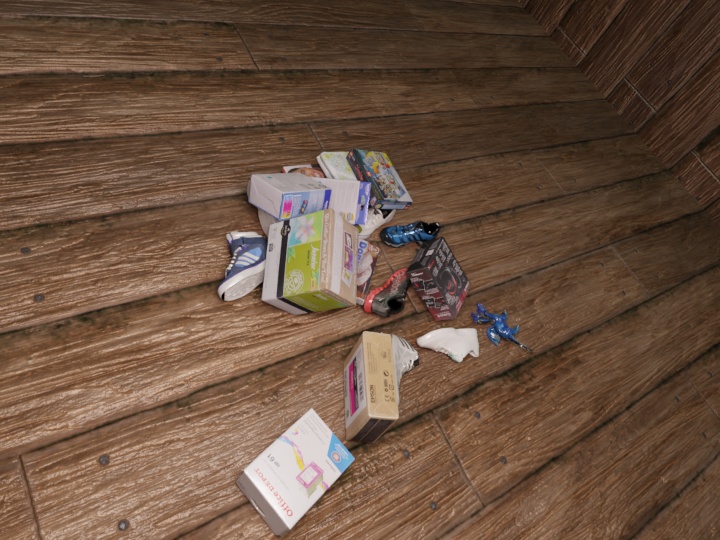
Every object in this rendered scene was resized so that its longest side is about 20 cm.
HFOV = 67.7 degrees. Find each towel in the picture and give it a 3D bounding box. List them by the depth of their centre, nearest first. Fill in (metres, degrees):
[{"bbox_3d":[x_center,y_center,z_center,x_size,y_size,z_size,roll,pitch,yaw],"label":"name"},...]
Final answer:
[{"bbox_3d":[-0.022,-0.274,1.594,0.170,0.048,0.201,-13,62,-40],"label":"towel"}]

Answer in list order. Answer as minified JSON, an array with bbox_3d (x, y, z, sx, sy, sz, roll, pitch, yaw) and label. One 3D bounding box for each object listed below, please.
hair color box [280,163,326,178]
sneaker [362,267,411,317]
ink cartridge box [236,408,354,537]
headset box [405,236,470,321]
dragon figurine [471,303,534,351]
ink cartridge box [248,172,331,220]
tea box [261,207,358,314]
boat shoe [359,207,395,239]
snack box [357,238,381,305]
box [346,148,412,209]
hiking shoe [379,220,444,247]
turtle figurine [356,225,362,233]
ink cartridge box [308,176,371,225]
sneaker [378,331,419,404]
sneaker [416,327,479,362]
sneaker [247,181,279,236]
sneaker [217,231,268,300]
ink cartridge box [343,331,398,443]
[{"bbox_3d":[-0.133,-0.262,1.603,0.198,0.061,0.102,-14,63,-33],"label":"hair color box"},{"bbox_3d":[0.097,0.064,1.459,0.097,0.072,0.200,25,44,31],"label":"sneaker"},{"bbox_3d":[-0.132,0.411,1.099,0.145,0.085,0.199,46,51,10],"label":"ink cartridge box"},{"bbox_3d":[0.228,0.032,1.518,0.201,0.074,0.149,55,45,-22],"label":"headset box"},{"bbox_3d":[0.405,0.177,1.554,0.099,0.059,0.201,-21,67,-36],"label":"dragon figurine"},{"bbox_3d":[-0.170,-0.197,1.392,0.136,0.077,0.198,32,31,34],"label":"ink cartridge box"},{"bbox_3d":[-0.117,-0.016,1.294,0.133,0.194,0.203,33,52,-53],"label":"tea box"},{"bbox_3d":[0.041,-0.158,1.610,0.199,0.066,0.072,-29,73,-38],"label":"boat shoe"},{"bbox_3d":[0.000,0.000,1.446,0.071,0.024,0.202,20,49,-2],"label":"snack box"},{"bbox_3d":[0.055,-0.268,1.578,0.135,0.038,0.202,-4,57,-38],"label":"box"},{"bbox_3d":[0.151,-0.121,1.625,0.197,0.087,0.075,-4,58,-29],"label":"hiking shoe"},{"bbox_3d":[-0.057,-0.169,1.550,0.197,0.065,0.162,-19,61,-24],"label":"turtle figurine"},{"bbox_3d":[-0.066,-0.191,1.485,0.197,0.042,0.122,7,90,20],"label":"ink cartridge box"},{"bbox_3d":[0.103,0.248,1.340,0.113,0.076,0.203,8,51,-19],"label":"sneaker"},{"bbox_3d":[0.245,0.206,1.451,0.197,0.075,0.090,1,68,-27],"label":"sneaker"},{"bbox_3d":[-0.237,-0.170,1.469,0.087,0.076,0.202,-8,59,-35],"label":"sneaker"},{"bbox_3d":[-0.308,-0.024,1.338,0.146,0.081,0.199,41,52,17],"label":"sneaker"},{"bbox_3d":[0.019,0.268,1.224,0.074,0.165,0.203,9,52,-18],"label":"ink cartridge box"}]
